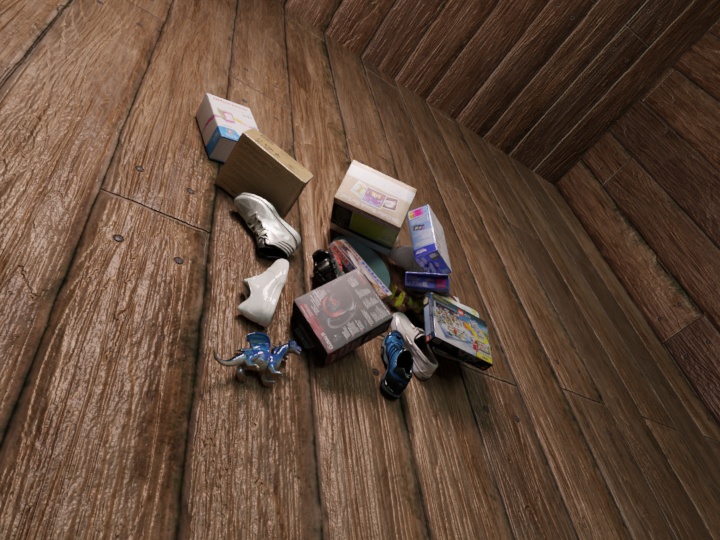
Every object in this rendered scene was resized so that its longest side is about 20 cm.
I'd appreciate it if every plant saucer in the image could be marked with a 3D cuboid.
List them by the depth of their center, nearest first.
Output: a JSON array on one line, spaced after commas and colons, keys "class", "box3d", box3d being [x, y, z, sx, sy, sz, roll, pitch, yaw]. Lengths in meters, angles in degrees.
[{"class": "plant saucer", "box3d": [-0.008, -0.009, 1.487, 0.199, 0.039, 0.202, 29, 32, -20]}]

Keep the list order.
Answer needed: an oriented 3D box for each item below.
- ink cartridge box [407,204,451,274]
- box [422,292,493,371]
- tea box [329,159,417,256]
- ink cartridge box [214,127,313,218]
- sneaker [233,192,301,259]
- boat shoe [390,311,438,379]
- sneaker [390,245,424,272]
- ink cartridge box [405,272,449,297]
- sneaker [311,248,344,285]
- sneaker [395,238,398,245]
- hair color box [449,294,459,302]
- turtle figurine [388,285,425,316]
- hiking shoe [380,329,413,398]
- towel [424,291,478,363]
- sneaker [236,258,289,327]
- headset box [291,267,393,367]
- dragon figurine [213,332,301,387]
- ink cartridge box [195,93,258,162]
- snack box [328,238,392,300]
[{"class": "ink cartridge box", "box3d": [0.203, -0.069, 1.565, 0.137, 0.075, 0.202, 46, 29, -49]}, {"class": "box", "box3d": [0.247, 0.156, 1.363, 0.198, 0.038, 0.138, 28, 41, -24]}, {"class": "tea box", "box3d": [0.031, -0.171, 1.508, 0.198, 0.197, 0.135, 25, 69, 1]}, {"class": "ink cartridge box", "box3d": [-0.248, -0.236, 1.378, 0.199, 0.165, 0.075, 38, 29, -6]}, {"class": "sneaker", "box3d": [-0.240, -0.105, 1.310, 0.200, 0.076, 0.116, 40, 29, -8]}, {"class": "boat shoe", "box3d": [0.141, 0.181, 1.388, 0.071, 0.066, 0.202, 14, 40, -36]}, {"class": "sneaker", "box3d": [0.179, -0.004, 1.645, 0.198, 0.075, 0.089, 27, 37, -26]}, {"class": "ink cartridge box", "box3d": [0.186, 0.040, 1.475, 0.117, 0.043, 0.200, 5, -11, 11]}, {"class": "sneaker", "box3d": [-0.069, 0.025, 1.323, 0.098, 0.070, 0.202, 47, 13, -55]}, {"class": "sneaker", "box3d": [0.050, -0.154, 1.707, 0.145, 0.081, 0.201, 20, 33, -46]}, {"class": "hair color box", "box3d": [0.253, 0.152, 1.556, 0.100, 0.061, 0.202, 24, 34, -27]}, {"class": "turtle figurine", "box3d": [0.162, 0.105, 1.477, 0.160, 0.065, 0.201, 29, 22, -29]}, {"class": "hiking shoe", "box3d": [0.098, 0.210, 1.282, 0.074, 0.087, 0.201, 29, 33, -19]}, {"class": "towel", "box3d": [0.257, 0.161, 1.442, 0.198, 0.048, 0.173, 23, 42, -30]}, {"class": "sneaker", "box3d": [-0.215, 0.031, 1.181, 0.087, 0.076, 0.201, 22, 35, -9]}, {"class": "headset box", "box3d": [-0.050, 0.106, 1.198, 0.198, 0.075, 0.149, -27, 67, -25]}, {"class": "dragon figurine", "box3d": [-0.203, 0.161, 1.034, 0.198, 0.059, 0.100, 20, 37, -33]}, {"class": "ink cartridge box", "box3d": [-0.369, -0.393, 1.519, 0.143, 0.085, 0.202, 9, 42, -41]}, {"class": "snack box", "box3d": [0.000, 0.000, 1.414, 0.200, 0.024, 0.072, 49, 24, 11]}]
